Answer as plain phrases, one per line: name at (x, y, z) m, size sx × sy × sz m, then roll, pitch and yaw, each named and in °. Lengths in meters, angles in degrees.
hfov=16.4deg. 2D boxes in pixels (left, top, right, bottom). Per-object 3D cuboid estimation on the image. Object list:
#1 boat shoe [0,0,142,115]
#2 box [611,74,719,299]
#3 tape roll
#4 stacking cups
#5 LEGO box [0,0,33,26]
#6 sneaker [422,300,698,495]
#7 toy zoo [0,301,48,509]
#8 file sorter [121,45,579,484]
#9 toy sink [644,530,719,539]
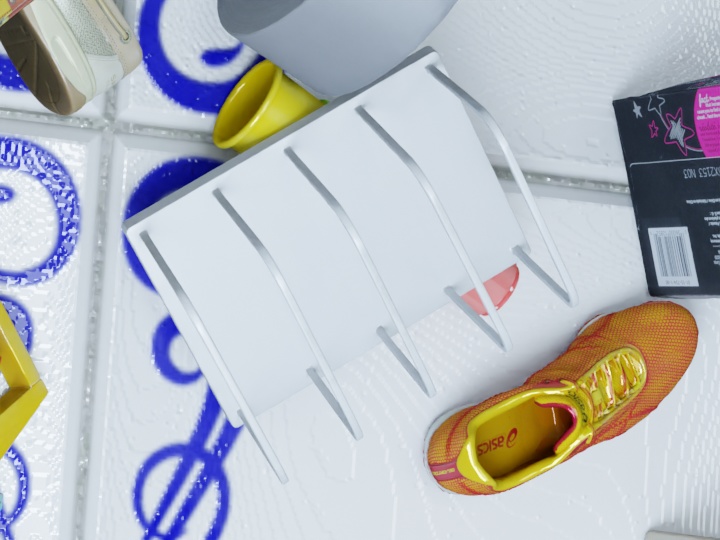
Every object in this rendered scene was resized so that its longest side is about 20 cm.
boat shoe at (-0.182, -0.184, 1.345) m, size 0.065 × 0.072 × 0.201 m, roll -35°, pitch 110°, yaw -24°
box at (0.257, -0.056, 1.483) m, size 0.114 × 0.200 × 0.133 m, roll -14°, pitch 95°, yaw -24°
tape roll at (0.007, -0.197, 1.363) m, size 0.066 × 0.200 × 0.201 m, roll 32°, pitch 76°, yaw -25°
stacking cups at (0.011, -0.045, 1.442) m, size 0.199 × 0.060 × 0.061 m, roll 33°, pitch 75°, yaw -23°
LEGO box at (-0.274, -0.095, 1.232) m, size 0.077 × 0.149 × 0.200 m, roll 53°, pitch 56°, yaw -12°
sneaker at (0.131, 0.081, 1.489) m, size 0.199 × 0.077 × 0.073 m, roll -32°, pitch 101°, yaw -25°
toy zoo at (-0.237, 0.043, 1.305) m, size 0.131 × 0.020 × 0.201 m, roll -45°, pitch 118°, yaw -41°
file sorter at (0.000, 0.000, 1.357) m, size 0.199 × 0.125 × 0.139 m, roll -30°, pitch 116°, yaw -6°
toy sink at (0.236, 0.266, 1.506) m, size 0.111 × 0.130 × 0.201 m, roll 12°, pitch 83°, yaw -26°
